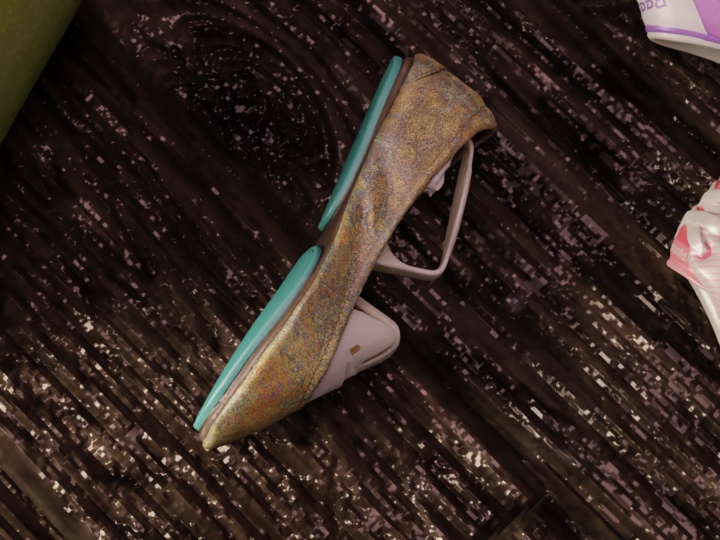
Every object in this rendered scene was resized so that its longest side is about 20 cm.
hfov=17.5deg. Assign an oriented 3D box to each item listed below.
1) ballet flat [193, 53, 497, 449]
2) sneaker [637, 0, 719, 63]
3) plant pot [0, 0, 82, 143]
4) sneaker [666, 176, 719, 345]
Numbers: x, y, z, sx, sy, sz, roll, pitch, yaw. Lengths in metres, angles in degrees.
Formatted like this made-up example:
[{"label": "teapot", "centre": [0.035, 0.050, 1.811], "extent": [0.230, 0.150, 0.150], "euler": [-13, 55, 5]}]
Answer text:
[{"label": "ballet flat", "centre": [0.000, 0.000, 1.018], "extent": [0.070, 0.071, 0.201], "euler": [26, 75, 11]}, {"label": "sneaker", "centre": [0.217, -0.143, 1.057], "extent": [0.199, 0.073, 0.115], "euler": [-8, 90, -4]}, {"label": "plant pot", "centre": [-0.215, -0.101, 1.008], "extent": [0.199, 0.200, 0.190], "euler": [30, 65, 12]}, {"label": "sneaker", "centre": [0.177, -0.046, 0.995], "extent": [0.104, 0.075, 0.202], "euler": [-10, 96, 4]}]
